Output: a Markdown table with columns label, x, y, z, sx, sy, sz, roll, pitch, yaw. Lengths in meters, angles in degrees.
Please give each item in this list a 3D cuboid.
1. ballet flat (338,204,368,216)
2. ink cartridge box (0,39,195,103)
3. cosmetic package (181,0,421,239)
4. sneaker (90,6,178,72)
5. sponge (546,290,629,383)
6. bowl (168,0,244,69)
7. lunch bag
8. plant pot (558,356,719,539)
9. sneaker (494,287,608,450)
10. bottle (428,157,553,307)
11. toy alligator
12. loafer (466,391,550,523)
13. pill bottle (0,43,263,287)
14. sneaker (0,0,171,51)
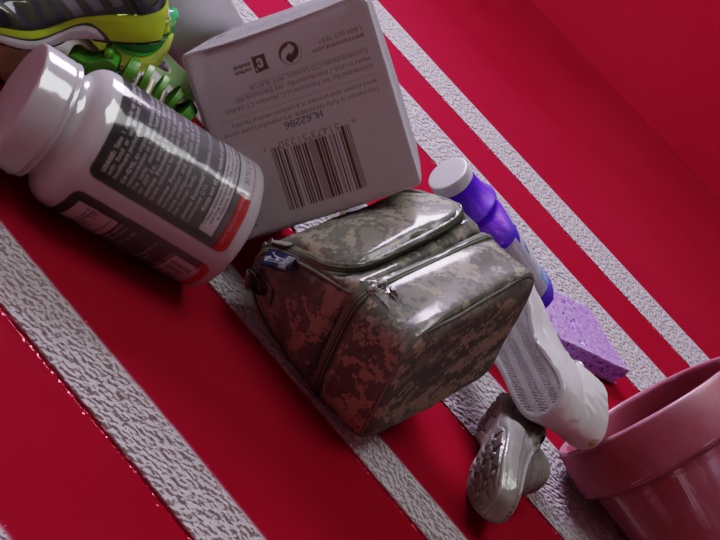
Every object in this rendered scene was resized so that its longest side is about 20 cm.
| label | x | y | z | sx | sy | sz | roll | pitch | yaw |
| --- | --- | --- | --- | --- | --- | --- | --- | --- | --- |
| ballet flat | 0.000 | 0.000 | 1.328 | 0.072 | 0.072 | 0.201 | 23 | 29 | -41 |
| ink cartridge box | -0.234 | -0.175 | 1.248 | 0.146 | 0.048 | 0.200 | 45 | 21 | 3 |
| cosmetic package | -0.047 | -0.146 | 1.250 | 0.200 | 0.165 | 0.168 | -89 | 161 | -77 |
| sneaker | -0.237 | -0.264 | 1.228 | 0.200 | 0.084 | 0.074 | 41 | 23 | -3 |
| sponge | 0.230 | 0.061 | 1.666 | 0.199 | 0.030 | 0.112 | 25 | 29 | -40 |
| bowl | -0.207 | -0.280 | 1.364 | 0.199 | 0.075 | 0.200 | 42 | -7 | 21 |
| lunch bag | 0.021 | 0.021 | 1.180 | 0.199 | 0.140 | 0.168 | -25 | 58 | -41 |
| plant pot | 0.320 | 0.208 | 1.369 | 0.181 | 0.199 | 0.200 | 61 | 24 | 3 |
| sneaker | 0.169 | 0.082 | 1.335 | 0.115 | 0.073 | 0.202 | 37 | 26 | -43 |
| bottle | 0.139 | -0.035 | 1.514 | 0.201 | 0.065 | 0.084 | 54 | 3 | -33 |
| toy alligator | -0.199 | -0.157 | 1.151 | 0.199 | 0.054 | 0.060 | 37 | 24 | -17 |
| loafer | 0.139 | 0.170 | 1.252 | 0.069 | 0.070 | 0.200 | 33 | 22 | -2 |
| pill bottle | -0.182 | -0.081 | 1.080 | 0.199 | 0.114 | 0.114 | 32 | 24 | -28 |
| sneaker | -0.236 | -0.227 | 1.112 | 0.198 | 0.082 | 0.074 | -13 | 40 | -40 |
